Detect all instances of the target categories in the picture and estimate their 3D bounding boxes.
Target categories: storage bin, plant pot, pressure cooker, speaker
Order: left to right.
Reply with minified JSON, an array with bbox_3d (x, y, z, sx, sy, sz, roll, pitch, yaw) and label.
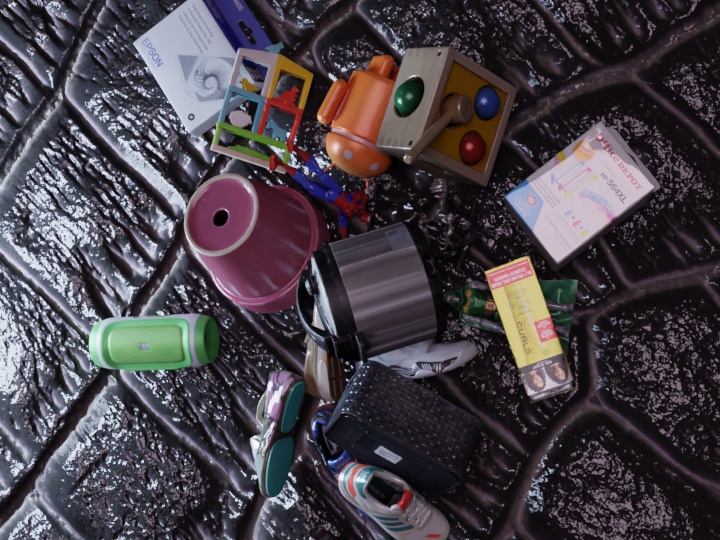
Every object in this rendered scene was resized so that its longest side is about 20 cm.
[{"bbox_3d":[-0.336,0.117,1.409,0.197,0.088,0.090,-3,84,11],"label":"speaker"},{"bbox_3d":[-0.168,-0.054,1.318,0.198,0.179,0.203,-7,69,20],"label":"plant pot"},{"bbox_3d":[0.007,0.033,1.225,0.198,0.176,0.181,-17,91,-7],"label":"pressure cooker"},{"bbox_3d":[0.061,0.234,1.260,0.198,0.135,0.094,29,60,-2],"label":"storage bin"}]

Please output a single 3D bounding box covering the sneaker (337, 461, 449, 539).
[{"bbox_3d":[0.061,0.350,1.267,0.199,0.093,0.071,37,69,-14],"label":"sneaker"}]

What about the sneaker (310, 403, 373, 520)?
[{"bbox_3d":[-0.020,0.301,1.330,0.075,0.078,0.201,-39,81,7],"label":"sneaker"}]

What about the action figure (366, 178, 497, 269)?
[{"bbox_3d":[0.110,-0.073,1.329,0.197,0.102,0.120,12,77,14],"label":"action figure"}]

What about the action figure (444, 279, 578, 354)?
[{"bbox_3d":[0.223,0.058,1.319,0.197,0.055,0.120,9,89,16],"label":"action figure"}]

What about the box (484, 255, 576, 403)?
[{"bbox_3d":[0.247,0.084,1.259,0.074,0.050,0.202,-19,86,10],"label":"box"}]

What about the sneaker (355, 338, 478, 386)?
[{"bbox_3d":[0.076,0.110,1.330,0.198,0.075,0.116,-16,84,13],"label":"sneaker"}]

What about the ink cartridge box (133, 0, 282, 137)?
[{"bbox_3d":[-0.255,-0.363,1.459,0.199,0.041,0.201,-35,79,6],"label":"ink cartridge box"}]

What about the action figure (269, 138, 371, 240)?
[{"bbox_3d":[-0.047,-0.107,1.323,0.065,0.199,0.100,-39,39,25],"label":"action figure"}]

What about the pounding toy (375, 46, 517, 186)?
[{"bbox_3d":[0.121,-0.218,1.267,0.142,0.199,0.186,16,87,52],"label":"pounding toy"}]

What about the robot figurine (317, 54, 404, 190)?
[{"bbox_3d":[0.018,-0.232,1.353,0.116,0.143,0.202,25,94,31],"label":"robot figurine"}]

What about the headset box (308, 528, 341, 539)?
[{"bbox_3d":[-0.034,0.503,1.316,0.198,0.075,0.150,27,90,12],"label":"headset box"}]

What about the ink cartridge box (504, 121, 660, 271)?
[{"bbox_3d":[0.329,-0.114,1.274,0.199,0.125,0.129,-39,79,6],"label":"ink cartridge box"}]

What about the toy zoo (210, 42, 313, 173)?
[{"bbox_3d":[-0.157,-0.275,1.413,0.130,0.020,0.202,17,88,-14],"label":"toy zoo"}]

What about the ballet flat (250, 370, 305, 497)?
[{"bbox_3d":[-0.138,0.253,1.364,0.071,0.069,0.203,17,99,33],"label":"ballet flat"}]

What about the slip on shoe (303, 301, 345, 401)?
[{"bbox_3d":[-0.060,0.104,1.352,0.060,0.076,0.203,6,106,31],"label":"slip on shoe"}]
